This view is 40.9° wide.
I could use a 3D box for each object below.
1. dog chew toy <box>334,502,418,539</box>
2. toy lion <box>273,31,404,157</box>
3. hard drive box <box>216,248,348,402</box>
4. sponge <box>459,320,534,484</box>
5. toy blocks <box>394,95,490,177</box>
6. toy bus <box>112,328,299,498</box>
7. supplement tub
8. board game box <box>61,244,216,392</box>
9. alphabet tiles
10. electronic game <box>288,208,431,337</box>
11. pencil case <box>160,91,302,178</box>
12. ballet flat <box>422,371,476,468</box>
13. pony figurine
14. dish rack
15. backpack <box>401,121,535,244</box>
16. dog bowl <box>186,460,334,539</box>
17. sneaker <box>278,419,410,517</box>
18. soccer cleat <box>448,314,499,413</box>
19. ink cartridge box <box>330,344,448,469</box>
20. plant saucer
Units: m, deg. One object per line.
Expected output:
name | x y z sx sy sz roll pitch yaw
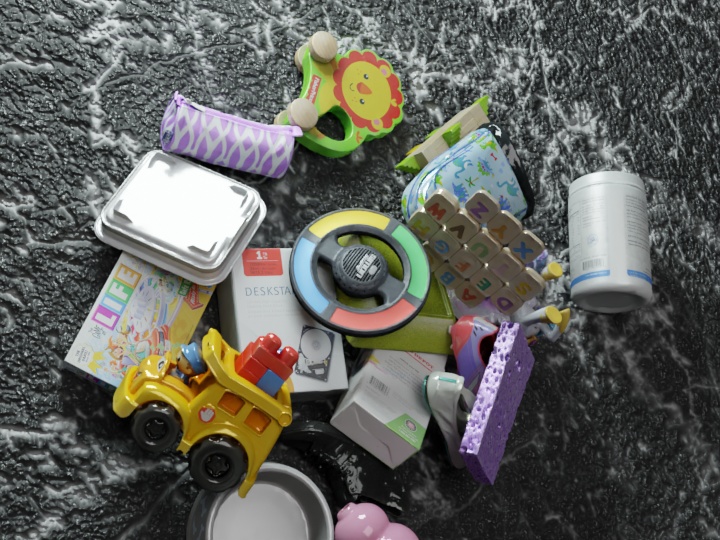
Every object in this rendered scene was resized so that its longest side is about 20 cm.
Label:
dog chew toy | 0.040 0.392 1.268 0.124 0.124 0.201 -37 89 -30
toy lion | -0.021 -0.263 1.504 0.190 0.068 0.203 26 64 -23
hard drive box | -0.111 0.077 1.332 0.153 0.077 0.204 -2 73 -25
sponge | 0.190 0.182 1.329 0.029 0.112 0.202 9 61 27
toy blocks | 0.165 -0.166 1.543 0.200 0.099 0.138 -42 104 -30
toy bus | -0.172 0.142 1.168 0.199 0.136 0.193 35 100 -15
supplement tub | 0.407 -0.044 1.580 0.130 0.132 0.204 12 68 -20
board game box | -0.288 0.066 1.279 0.133 0.034 0.203 28 63 -13
alphabet tiles | 0.158 -0.023 1.329 0.199 0.196 0.015 41 53 -4
electronic game | 0.000 0.000 1.313 0.196 0.042 0.203 4 57 -7
pencil case | -0.189 -0.193 1.376 0.197 0.086 0.084 12 33 -28
ballet flat | 0.141 0.214 1.345 0.070 0.069 0.202 -53 139 -29
pony figurine | 0.228 0.049 1.450 0.164 0.201 0.195 -13 64 -26
dish rack | -0.240 -0.082 1.298 0.197 0.044 0.173 24 53 8
backpack | 0.154 -0.110 1.425 0.197 0.154 0.166 -26 97 -11
dog bowl | -0.123 0.343 1.247 0.196 0.059 0.204 8 70 -22
sneaker | -0.023 0.272 1.315 0.197 0.060 0.106 14 63 -23
soccer cleat | 0.176 0.157 1.394 0.066 0.076 0.203 -31 121 -36
ink cartridge box | 0.046 0.162 1.360 0.116 0.067 0.201 37 41 -9
plant saucer | 0.053 0.017 1.395 0.197 0.048 0.203 7 54 -33
